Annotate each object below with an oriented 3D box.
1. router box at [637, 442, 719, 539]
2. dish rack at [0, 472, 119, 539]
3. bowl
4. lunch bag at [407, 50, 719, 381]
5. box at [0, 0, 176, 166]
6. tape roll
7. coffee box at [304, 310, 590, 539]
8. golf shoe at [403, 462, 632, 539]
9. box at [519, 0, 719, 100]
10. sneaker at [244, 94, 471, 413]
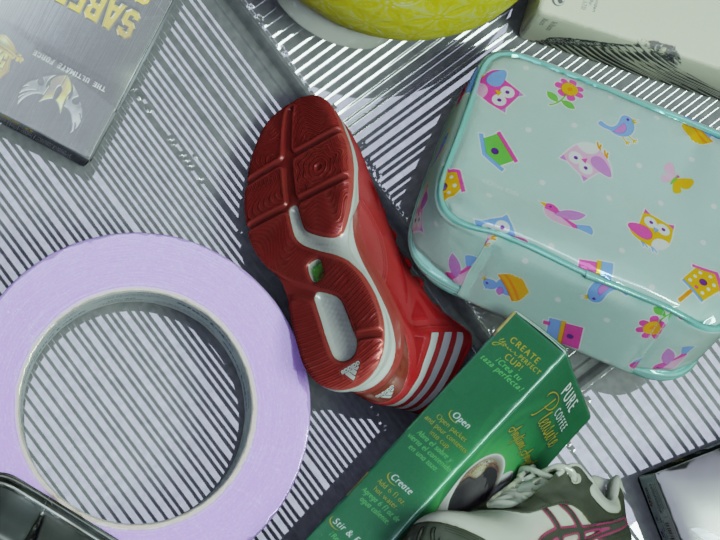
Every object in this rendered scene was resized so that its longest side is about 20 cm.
[{"bbox_3d":[0.274,0.184,1.699,0.157,0.052,0.200,-20,86,-8],"label":"router box"},{"bbox_3d":[-0.198,0.228,1.623,0.153,0.055,0.200,33,115,-8],"label":"dish rack"},{"bbox_3d":[0.005,-0.193,1.671,0.200,0.200,0.108,30,124,-2],"label":"bowl"},{"bbox_3d":[0.136,-0.034,1.674,0.200,0.077,0.161,23,50,-6],"label":"lunch bag"},{"bbox_3d":[-0.211,-0.177,1.682,0.200,0.048,0.159,29,82,-7],"label":"box"},{"bbox_3d":[-0.130,0.081,1.665,0.200,0.066,0.201,0,84,-5],"label":"tape roll"},{"bbox_3d":[0.046,0.125,1.649,0.044,0.123,0.200,40,83,23],"label":"coffee box"},{"bbox_3d":[0.088,0.147,1.632,0.077,0.200,0.088,1,79,34],"label":"golf shoe"},{"bbox_3d":[0.201,-0.146,1.712,0.200,0.082,0.069,18,82,-2],"label":"box"},{"bbox_3d":[0.000,0.000,1.691,0.078,0.115,0.200,-25,57,24],"label":"sneaker"}]
